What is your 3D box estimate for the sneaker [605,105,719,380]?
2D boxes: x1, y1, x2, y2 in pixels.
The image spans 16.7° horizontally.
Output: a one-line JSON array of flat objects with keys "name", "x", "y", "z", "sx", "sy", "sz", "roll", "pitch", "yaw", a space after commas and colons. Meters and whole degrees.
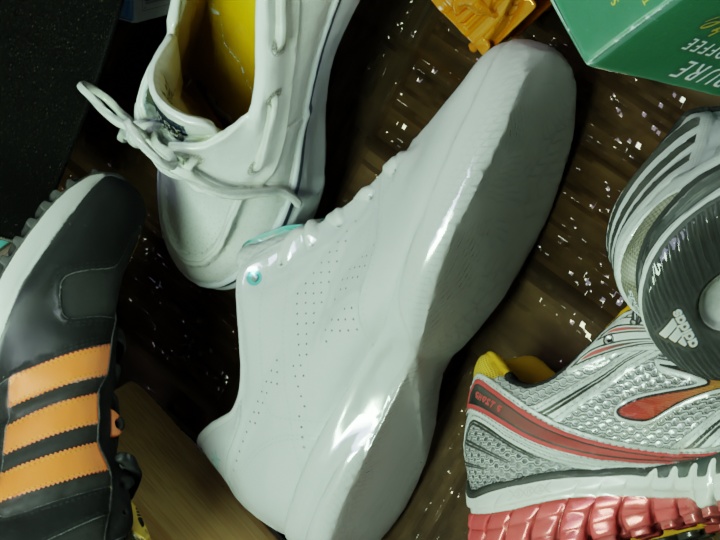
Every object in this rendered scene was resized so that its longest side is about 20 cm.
[{"name": "sneaker", "x": 0.160, "y": -0.048, "z": 0.750, "sx": 0.200, "sy": 0.115, "sz": 0.076, "roll": -28, "pitch": 111, "yaw": -1}]

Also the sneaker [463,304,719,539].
[{"name": "sneaker", "x": 0.113, "y": 0.040, "z": 0.775, "sx": 0.200, "sy": 0.078, "sz": 0.082, "roll": -16, "pitch": 76, "yaw": 31}]

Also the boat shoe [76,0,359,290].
[{"name": "boat shoe", "x": -0.053, "y": -0.060, "z": 0.844, "sx": 0.075, "sy": 0.086, "sz": 0.202, "roll": 45, "pitch": 139, "yaw": 21}]

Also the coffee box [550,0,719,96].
[{"name": "coffee box", "x": 0.159, "y": -0.125, "z": 0.727, "sx": 0.200, "sy": 0.123, "sz": 0.044, "roll": -37, "pitch": 69, "yaw": 28}]

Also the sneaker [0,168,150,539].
[{"name": "sneaker", "x": -0.104, "y": 0.064, "z": 0.847, "sx": 0.090, "sy": 0.070, "sz": 0.200, "roll": 24, "pitch": 69, "yaw": 2}]

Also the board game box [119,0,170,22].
[{"name": "board game box", "x": -0.124, "y": -0.205, "z": 0.933, "sx": 0.134, "sy": 0.034, "sz": 0.201, "roll": 16, "pitch": 115, "yaw": 36}]

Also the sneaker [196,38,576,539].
[{"name": "sneaker", "x": 0.000, "y": 0.000, "z": 0.851, "sx": 0.088, "sy": 0.075, "sz": 0.200, "roll": 34, "pitch": 107, "yaw": 25}]

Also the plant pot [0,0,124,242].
[{"name": "plant pot", "x": -0.185, "y": -0.147, "z": 0.846, "sx": 0.200, "sy": 0.199, "sz": 0.178, "roll": 35, "pitch": 96, "yaw": 26}]

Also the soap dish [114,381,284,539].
[{"name": "soap dish", "x": -0.102, "y": 0.166, "z": 0.909, "sx": 0.157, "sy": 0.081, "sz": 0.200, "roll": 45, "pitch": 110, "yaw": 27}]

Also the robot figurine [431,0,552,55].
[{"name": "robot figurine", "x": 0.015, "y": -0.180, "z": 0.824, "sx": 0.200, "sy": 0.058, "sz": 0.145, "roll": 52, "pitch": 126, "yaw": 4}]

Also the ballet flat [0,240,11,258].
[{"name": "ballet flat", "x": -0.151, "y": 0.072, "z": 0.957, "sx": 0.067, "sy": 0.068, "sz": 0.200, "roll": 42, "pitch": 123, "yaw": 12}]
